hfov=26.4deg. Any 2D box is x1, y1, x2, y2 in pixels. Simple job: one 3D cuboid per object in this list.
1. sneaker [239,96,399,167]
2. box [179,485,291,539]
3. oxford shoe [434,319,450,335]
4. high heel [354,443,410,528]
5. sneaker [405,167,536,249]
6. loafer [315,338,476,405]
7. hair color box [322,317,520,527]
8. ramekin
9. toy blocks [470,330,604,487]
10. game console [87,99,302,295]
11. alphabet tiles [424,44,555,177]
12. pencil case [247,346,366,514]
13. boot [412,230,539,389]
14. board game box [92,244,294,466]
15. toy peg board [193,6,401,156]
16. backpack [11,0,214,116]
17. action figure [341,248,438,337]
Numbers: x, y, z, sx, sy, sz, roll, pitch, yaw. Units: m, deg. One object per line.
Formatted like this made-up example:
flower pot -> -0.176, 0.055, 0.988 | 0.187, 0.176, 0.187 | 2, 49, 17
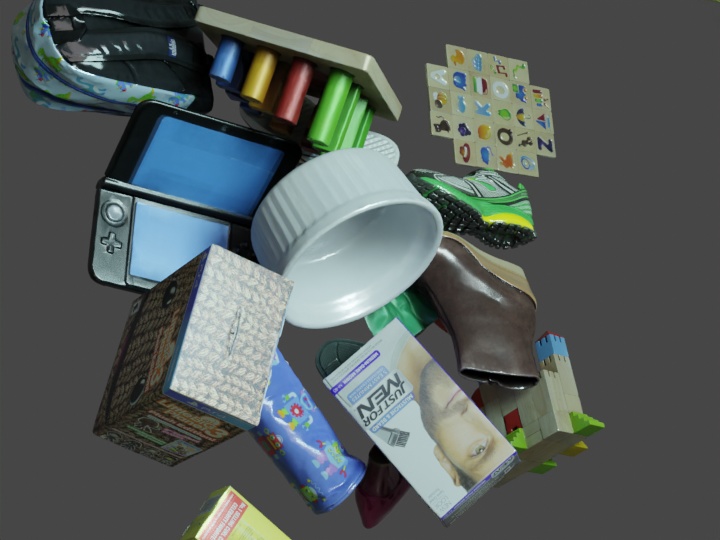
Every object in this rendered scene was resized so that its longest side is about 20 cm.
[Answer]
sneaker -> -0.055, -0.143, 1.791 | 0.199, 0.080, 0.079 | 27, 56, 7
box -> -0.092, 0.318, 1.605 | 0.200, 0.050, 0.075 | 44, 56, -11
oxford shoe -> 0.103, 0.008, 1.835 | 0.200, 0.071, 0.073 | 50, 49, -7
high heel -> 0.053, 0.211, 1.754 | 0.067, 0.096, 0.200 | 26, 33, 25
sneaker -> 0.130, -0.089, 1.893 | 0.199, 0.078, 0.086 | 17, 57, -37
loafer -> 0.039, 0.143, 1.717 | 0.199, 0.063, 0.072 | 25, 69, 19
hair color box -> 0.065, 0.161, 1.636 | 0.109, 0.065, 0.200 | -41, 70, -5
ramekin -> -0.021, -0.038, 1.642 | 0.200, 0.201, 0.098 | -9, 52, -35
toy blocks -> 0.178, 0.157, 1.767 | 0.100, 0.200, 0.137 | 15, 52, -38
game console -> -0.176, -0.063, 1.652 | 0.199, 0.116, 0.177 | 15, 65, -27
alphabet tiles -> 0.171, -0.207, 1.996 | 0.199, 0.006, 0.167 | 7, 69, -31
pencil case -> -0.075, 0.166, 1.656 | 0.200, 0.078, 0.087 | 53, 46, -5
boot -> 0.109, 0.043, 1.717 | 0.199, 0.072, 0.167 | 14, 46, -15
board game box -> -0.171, 0.090, 1.546 | 0.097, 0.200, 0.160 | 26, 60, -23
toy peg board -> -0.076, -0.186, 1.668 | 0.198, 0.200, 0.098 | 18, 84, 13
backpack -> -0.275, -0.240, 1.651 | 0.200, 0.153, 0.164 | 2, 73, -55
action figure -> 0.000, 0.000, 1.772 | 0.200, 0.055, 0.118 | 52, 39, 8
